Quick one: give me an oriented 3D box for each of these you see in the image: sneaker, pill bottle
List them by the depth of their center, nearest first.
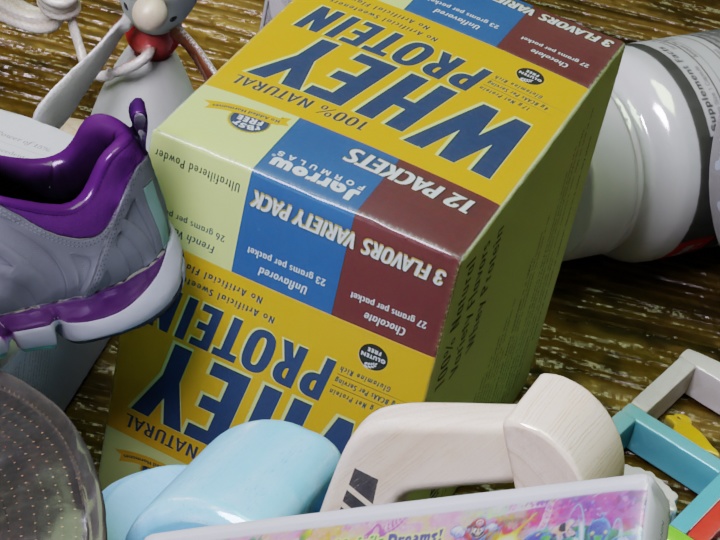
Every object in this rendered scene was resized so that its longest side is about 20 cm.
[{"bbox_3d":[-0.165,-0.005,0.844,0.199,0.088,0.074,-20,37,-18],"label":"sneaker"},{"bbox_3d":[0.171,-0.067,1.217,0.199,0.114,0.114,-12,43,-31],"label":"pill bottle"}]

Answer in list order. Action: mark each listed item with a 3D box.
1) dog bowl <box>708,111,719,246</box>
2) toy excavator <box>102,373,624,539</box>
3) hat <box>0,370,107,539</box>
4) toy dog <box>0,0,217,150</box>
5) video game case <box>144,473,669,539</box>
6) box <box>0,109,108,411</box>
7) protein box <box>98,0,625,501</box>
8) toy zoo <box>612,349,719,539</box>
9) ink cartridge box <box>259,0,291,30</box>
[{"bbox_3d":[0.261,-0.057,1.175,0.199,0.201,0.059,-12,20,-32],"label":"dog bowl"},{"bbox_3d":[-0.014,0.100,0.849,0.194,0.201,0.100,24,38,17],"label":"toy excavator"},{"bbox_3d":[-0.184,0.126,0.845,0.199,0.081,0.202,-4,56,6],"label":"hat"},{"bbox_3d":[-0.106,-0.064,1.079,0.131,0.200,0.097,-5,51,14],"label":"toy dog"},{"bbox_3d":[-0.005,0.155,0.730,0.199,0.024,0.183,-10,47,28],"label":"video game case"},{"bbox_3d":[-0.187,0.021,0.987,0.124,0.098,0.200,19,36,7],"label":"box"},{"bbox_3d":[0.000,0.000,0.993,0.134,0.199,0.200,23,37,13],"label":"protein box"},{"bbox_3d":[0.172,0.103,1.067,0.131,0.021,0.200,31,39,22],"label":"toy zoo"},{"bbox_3d":[0.004,-0.128,1.165,0.084,0.201,0.146,4,37,-14],"label":"ink cartridge box"}]
